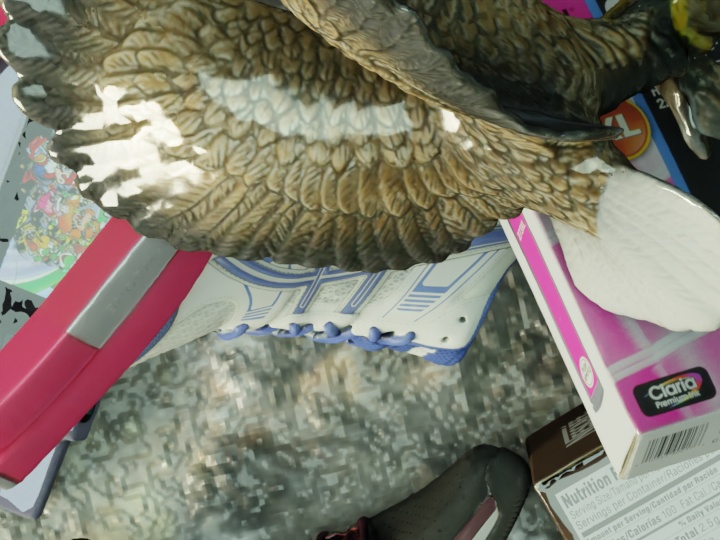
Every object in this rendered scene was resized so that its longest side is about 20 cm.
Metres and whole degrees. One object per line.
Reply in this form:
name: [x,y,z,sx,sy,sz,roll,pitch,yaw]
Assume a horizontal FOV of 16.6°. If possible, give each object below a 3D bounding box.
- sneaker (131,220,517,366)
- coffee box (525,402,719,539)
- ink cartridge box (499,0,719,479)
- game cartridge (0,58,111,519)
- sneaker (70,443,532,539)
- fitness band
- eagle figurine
sneaker: [0.000,0.000,0.819,0.199,0.075,0.089,-25,99,-9]
coffee box: [0.137,0.129,0.818,0.079,0.114,0.201,-30,92,4]
ink cartridge box: [0.087,-0.038,0.774,0.094,0.037,0.201,-16,61,-15]
game cartridge: [-0.131,-0.028,0.854,0.129,0.038,0.201,21,94,4]
sneaker: [-0.041,0.112,0.841,0.115,0.076,0.200,41,95,2]
fitness band: [-0.120,-0.016,0.787,0.200,0.037,0.144,-48,54,5]
eagle figurine: [0.013,-0.062,0.683,0.199,0.151,0.153,-8,119,-27]
